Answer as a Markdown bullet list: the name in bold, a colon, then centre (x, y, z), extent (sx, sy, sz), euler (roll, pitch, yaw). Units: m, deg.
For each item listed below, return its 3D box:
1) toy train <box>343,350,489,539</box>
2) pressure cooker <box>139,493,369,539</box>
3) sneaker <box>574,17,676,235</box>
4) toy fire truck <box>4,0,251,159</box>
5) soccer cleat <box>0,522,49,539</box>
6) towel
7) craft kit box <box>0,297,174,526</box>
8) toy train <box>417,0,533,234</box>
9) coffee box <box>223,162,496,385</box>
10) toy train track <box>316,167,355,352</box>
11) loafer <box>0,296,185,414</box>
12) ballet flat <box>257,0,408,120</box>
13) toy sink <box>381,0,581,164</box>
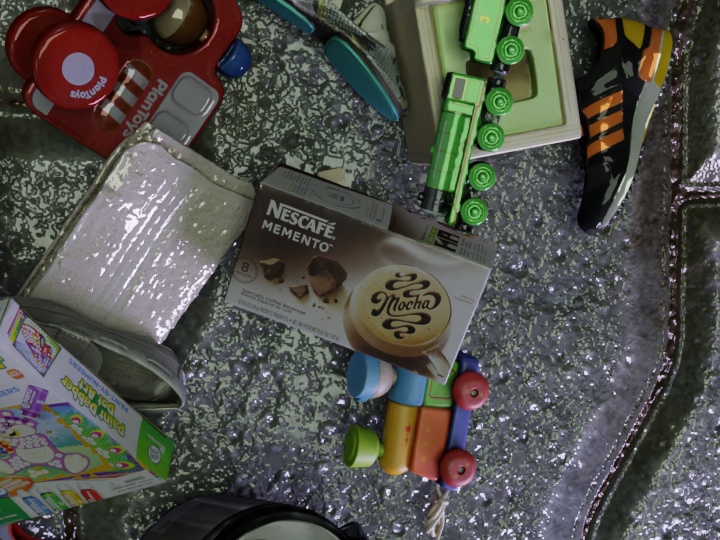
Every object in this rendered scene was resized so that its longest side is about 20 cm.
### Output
- **toy train**: centre (0.036, 0.168, 0.901), extent (0.116, 0.085, 0.200), euler (8, 95, -20)
- **pressure cooker**: centre (-0.090, 0.275, 0.815), extent (0.179, 0.200, 0.176), euler (24, 70, -26)
- **sneaker**: centre (0.219, -0.136, 0.927), extent (0.090, 0.070, 0.200), euler (18, 92, 2)
- **toy fire truck**: centre (-0.180, -0.183, 0.827), extent (0.168, 0.112, 0.200), euler (35, 89, -37)
- **soccer cleat**: centre (-0.243, 0.282, 0.878), extent (0.200, 0.067, 0.076), euler (30, 84, -10)
- **towel**: centre (-0.184, -0.014, 0.837), extent (0.133, 0.034, 0.200), euler (30, 99, -36)
- **craft kit box**: centre (-0.282, 0.120, 0.773), extent (0.200, 0.049, 0.198), euler (-19, 129, 22)
- **toy train**: centre (0.090, -0.129, 0.801), extent (0.056, 0.042, 0.200), euler (12, 98, -4)
- **coffee box**: centre (0.000, 0.000, 0.844), extent (0.200, 0.080, 0.113), euler (21, 111, 2)
- **toy train track**: centre (-0.007, 0.007, 0.908), extent (0.115, 0.033, 0.200), euler (-13, 100, -10)
- **loafer**: centre (-0.228, 0.071, 0.796), extent (0.200, 0.070, 0.070), euler (16, 106, -35)
- **ballet flat**: centre (-0.019, -0.217, 0.863), extent (0.200, 0.072, 0.072), euler (40, 87, -13)
- **toy sink**: centre (0.100, -0.201, 0.866), extent (0.130, 0.112, 0.200), euler (-11, 98, -10)
